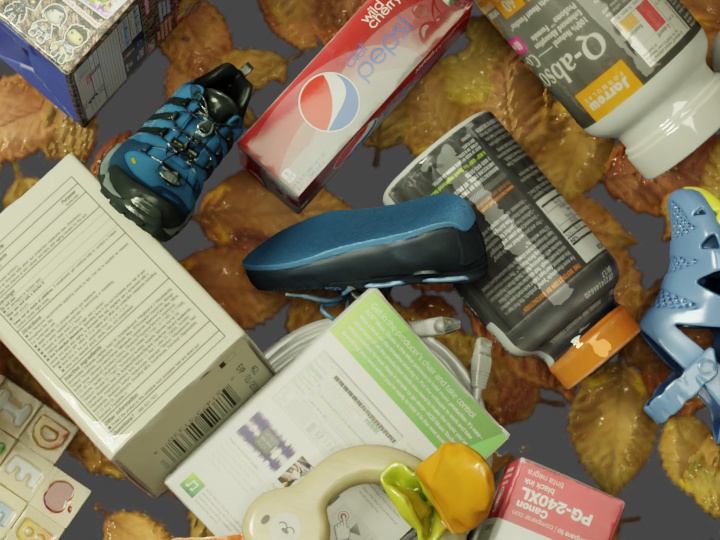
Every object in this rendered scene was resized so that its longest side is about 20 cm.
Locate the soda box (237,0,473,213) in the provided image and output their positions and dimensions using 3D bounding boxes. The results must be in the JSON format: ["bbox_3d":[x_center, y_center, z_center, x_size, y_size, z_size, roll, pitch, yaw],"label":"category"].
[{"bbox_3d":[-0.004,-0.140,1.592,0.063,0.070,0.200,40,81,6],"label":"soda box"}]

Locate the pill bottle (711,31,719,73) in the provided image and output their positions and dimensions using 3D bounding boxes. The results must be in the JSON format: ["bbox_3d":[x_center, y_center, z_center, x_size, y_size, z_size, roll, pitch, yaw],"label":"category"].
[{"bbox_3d":[0.369,-0.185,1.600,0.200,0.112,0.113,-37,84,-8],"label":"pill bottle"}]

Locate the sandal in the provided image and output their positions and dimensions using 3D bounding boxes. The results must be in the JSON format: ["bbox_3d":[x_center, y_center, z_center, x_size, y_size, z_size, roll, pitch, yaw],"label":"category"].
[{"bbox_3d":[0.245,0.037,1.575,0.087,0.079,0.200,-6,79,-1],"label":"sandal"}]

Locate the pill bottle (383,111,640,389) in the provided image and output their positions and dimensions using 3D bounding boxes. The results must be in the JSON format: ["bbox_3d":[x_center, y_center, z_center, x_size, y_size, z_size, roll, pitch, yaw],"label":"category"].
[{"bbox_3d":[0.116,-0.010,1.559,0.106,0.106,0.200,-38,84,-8],"label":"pill bottle"}]

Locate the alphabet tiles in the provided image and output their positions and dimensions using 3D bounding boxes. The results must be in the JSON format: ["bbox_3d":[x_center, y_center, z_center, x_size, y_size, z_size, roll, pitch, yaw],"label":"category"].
[{"bbox_3d":[-0.306,0.147,1.559,0.200,0.006,0.167,34,80,3],"label":"alphabet tiles"}]

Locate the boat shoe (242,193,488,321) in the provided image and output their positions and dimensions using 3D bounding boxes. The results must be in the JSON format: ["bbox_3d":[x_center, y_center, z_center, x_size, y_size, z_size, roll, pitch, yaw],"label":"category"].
[{"bbox_3d":[0.000,0.000,1.531,0.084,0.200,0.069,-49,121,-39],"label":"boat shoe"}]

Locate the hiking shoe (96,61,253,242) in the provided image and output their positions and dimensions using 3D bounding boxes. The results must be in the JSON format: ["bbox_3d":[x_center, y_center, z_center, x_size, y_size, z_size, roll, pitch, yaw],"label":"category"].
[{"bbox_3d":[-0.129,-0.092,1.510,0.074,0.200,0.087,35,114,-10],"label":"hiking shoe"}]

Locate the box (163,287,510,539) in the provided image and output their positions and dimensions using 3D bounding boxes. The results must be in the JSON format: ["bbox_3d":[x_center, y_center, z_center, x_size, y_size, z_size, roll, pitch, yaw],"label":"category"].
[{"bbox_3d":[-0.016,0.130,1.483,0.200,0.036,0.144,-42,96,-4],"label":"box"}]

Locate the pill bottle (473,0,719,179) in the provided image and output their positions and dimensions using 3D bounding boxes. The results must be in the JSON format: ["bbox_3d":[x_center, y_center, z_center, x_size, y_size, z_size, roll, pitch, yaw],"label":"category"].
[{"bbox_3d":[0.184,-0.172,1.580,0.116,0.116,0.200,-42,94,-9],"label":"pill bottle"}]

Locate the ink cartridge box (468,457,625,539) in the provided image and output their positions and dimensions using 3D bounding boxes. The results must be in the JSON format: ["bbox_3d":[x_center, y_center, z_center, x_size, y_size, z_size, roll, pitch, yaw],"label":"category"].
[{"bbox_3d":[0.103,0.243,1.495,0.083,0.145,0.200,23,80,0],"label":"ink cartridge box"}]

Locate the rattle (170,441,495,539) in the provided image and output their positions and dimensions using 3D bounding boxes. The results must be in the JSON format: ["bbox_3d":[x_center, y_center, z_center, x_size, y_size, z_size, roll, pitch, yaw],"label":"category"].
[{"bbox_3d":[-0.022,0.176,1.395,0.200,0.143,0.131,0,90,-8],"label":"rattle"}]

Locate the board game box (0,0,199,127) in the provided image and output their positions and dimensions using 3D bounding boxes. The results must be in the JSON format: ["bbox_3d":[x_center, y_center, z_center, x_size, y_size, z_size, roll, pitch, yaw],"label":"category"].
[{"bbox_3d":[-0.177,-0.223,1.552,0.097,0.159,0.200,40,80,4],"label":"board game box"}]

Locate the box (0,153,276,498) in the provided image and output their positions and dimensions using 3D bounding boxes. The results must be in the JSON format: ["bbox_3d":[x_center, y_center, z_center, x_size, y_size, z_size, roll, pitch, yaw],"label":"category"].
[{"bbox_3d":[-0.175,0.040,1.503,0.128,0.109,0.200,-43,66,-6],"label":"box"}]

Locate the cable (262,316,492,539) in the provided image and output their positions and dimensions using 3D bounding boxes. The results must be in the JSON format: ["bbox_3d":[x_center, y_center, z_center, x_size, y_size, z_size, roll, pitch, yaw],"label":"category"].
[{"bbox_3d":[-0.004,0.133,1.548,0.200,0.069,0.200,2,81,-2],"label":"cable"}]

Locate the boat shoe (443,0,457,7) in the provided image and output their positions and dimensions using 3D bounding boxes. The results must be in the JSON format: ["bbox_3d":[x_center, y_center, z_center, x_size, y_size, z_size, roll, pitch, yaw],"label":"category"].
[{"bbox_3d":[0.074,-0.257,1.565,0.062,0.075,0.200,34,36,-5],"label":"boat shoe"}]
